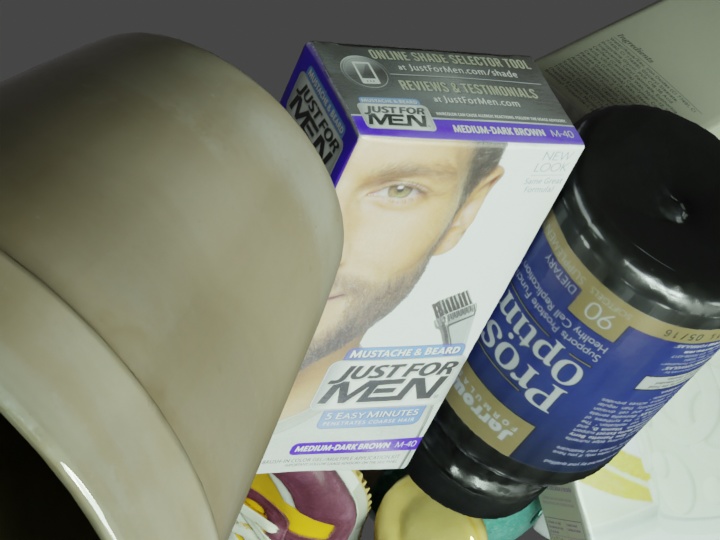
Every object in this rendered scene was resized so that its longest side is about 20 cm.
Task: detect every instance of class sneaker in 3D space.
[{"bbox_3d":[-0.049,0.136,1.110,0.090,0.075,0.200,-43,157,-19],"label":"sneaker"}]

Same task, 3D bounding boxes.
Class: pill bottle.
[{"bbox_3d":[0.093,0.027,0.994,0.112,0.112,0.200,-24,159,-41],"label":"pill bottle"}]

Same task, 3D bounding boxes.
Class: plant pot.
[{"bbox_3d":[-0.099,0.018,0.712,0.174,0.200,0.200,-51,165,-37],"label":"plant pot"}]

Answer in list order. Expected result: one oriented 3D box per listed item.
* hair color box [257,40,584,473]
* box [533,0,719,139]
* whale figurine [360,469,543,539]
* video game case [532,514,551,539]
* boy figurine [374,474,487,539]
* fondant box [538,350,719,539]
[{"bbox_3d":[0.000,0.000,0.936,0.109,0.065,0.200,0,133,-30],"label":"hair color box"},{"bbox_3d":[0.163,-0.087,1.086,0.200,0.082,0.068,-26,150,-35],"label":"box"},{"bbox_3d":[0.082,0.088,1.215,0.200,0.104,0.159,-18,145,-52],"label":"whale figurine"},{"bbox_3d":[0.170,0.038,1.293,0.182,0.024,0.200,-52,167,-52],"label":"video game case"},{"bbox_3d":[0.012,0.178,1.139,0.124,0.064,0.200,-18,149,-29],"label":"boy figurine"},{"bbox_3d":[0.154,0.058,1.126,0.144,0.201,0.058,-16,-178,-17],"label":"fondant box"}]
